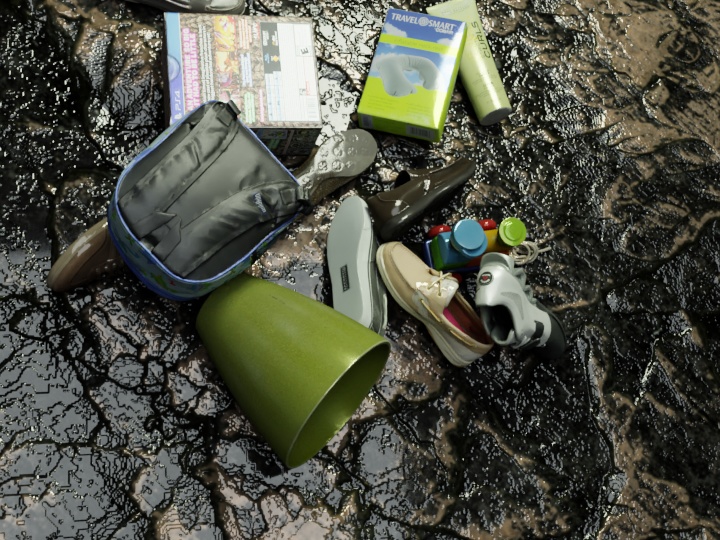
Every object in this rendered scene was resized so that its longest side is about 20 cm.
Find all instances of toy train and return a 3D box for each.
[{"bbox_3d":[0.193,-0.039,1.217,0.197,0.116,0.086,-8,76,-16],"label":"toy train"}]

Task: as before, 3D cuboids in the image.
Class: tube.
[{"bbox_3d":[0.164,-0.314,1.327,0.058,0.052,0.203,-2,68,-45],"label":"tube"}]

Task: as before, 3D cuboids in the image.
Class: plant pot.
[{"bbox_3d":[-0.096,0.098,1.082,0.199,0.188,0.187,39,68,17],"label":"plant pot"}]

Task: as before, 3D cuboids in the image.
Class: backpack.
[{"bbox_3d":[-0.193,-0.068,1.056,0.183,0.147,0.200,48,59,-6],"label":"backpack"}]

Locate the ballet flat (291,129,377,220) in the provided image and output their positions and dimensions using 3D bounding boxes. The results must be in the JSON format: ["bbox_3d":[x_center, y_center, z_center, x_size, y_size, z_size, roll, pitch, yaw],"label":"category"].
[{"bbox_3d":[-0.055,-0.125,1.220,0.067,0.046,0.200,48,64,-1],"label":"ballet flat"}]

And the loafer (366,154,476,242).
[{"bbox_3d":[0.084,-0.115,1.217,0.072,0.073,0.199,49,50,8],"label":"loafer"}]

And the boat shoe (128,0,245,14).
[{"bbox_3d":[-0.254,-0.389,1.232,0.197,0.057,0.068,9,72,-12],"label":"boat shoe"}]

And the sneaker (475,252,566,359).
[{"bbox_3d":[0.202,0.073,1.175,0.200,0.073,0.089,46,53,-33],"label":"sneaker"}]

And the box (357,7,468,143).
[{"bbox_3d":[0.078,-0.289,1.281,0.120,0.048,0.203,13,71,9],"label":"box"}]

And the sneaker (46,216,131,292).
[{"bbox_3d":[-0.291,-0.028,1.111,0.200,0.070,0.076,-43,89,-21],"label":"sneaker"}]

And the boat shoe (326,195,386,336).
[{"bbox_3d":[0.000,0.000,1.188,0.063,0.070,0.203,22,57,-42],"label":"boat shoe"}]

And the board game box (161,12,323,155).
[{"bbox_3d":[-0.160,-0.243,1.193,0.197,0.097,0.162,-2,75,-15],"label":"board game box"}]

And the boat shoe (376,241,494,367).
[{"bbox_3d":[0.103,0.035,1.174,0.200,0.069,0.074,49,43,-13],"label":"boat shoe"}]
